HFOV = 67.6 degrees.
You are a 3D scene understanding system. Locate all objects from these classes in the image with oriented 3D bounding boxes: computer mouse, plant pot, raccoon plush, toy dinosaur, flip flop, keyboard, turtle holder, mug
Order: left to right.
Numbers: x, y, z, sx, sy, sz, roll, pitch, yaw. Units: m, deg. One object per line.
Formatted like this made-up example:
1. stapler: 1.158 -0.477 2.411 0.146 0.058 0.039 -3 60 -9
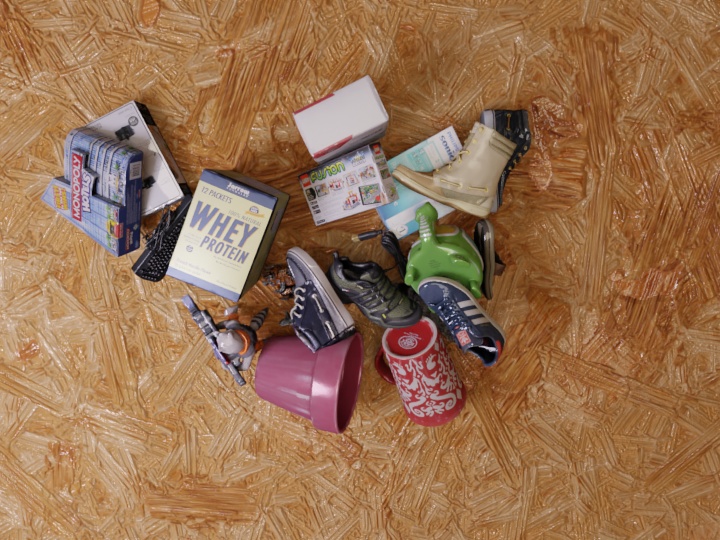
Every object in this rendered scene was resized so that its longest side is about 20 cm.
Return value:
1. keyboard: -0.373 -0.056 1.059 0.200 0.104 0.040 -51 56 7
2. toy dinosaur: -0.111 0.042 1.068 0.200 0.102 0.136 11 95 42
3. plant pot: -0.102 0.207 1.070 0.178 0.200 0.201 7 100 14
4. computer mouse: 0.000 0.000 1.056 0.199 0.046 0.141 -16 117 23
5. mug: 0.101 0.197 1.054 0.177 0.134 0.200 -11 130 16
6. raccoon plush: 0.134 0.089 1.070 0.199 0.134 0.097 6 100 -2
7. turtle holder: 0.145 -0.026 1.004 0.185 0.132 0.141 33 131 -17
8. flip flop: 0.254 -0.019 1.046 0.057 0.081 0.200 -15 133 -5

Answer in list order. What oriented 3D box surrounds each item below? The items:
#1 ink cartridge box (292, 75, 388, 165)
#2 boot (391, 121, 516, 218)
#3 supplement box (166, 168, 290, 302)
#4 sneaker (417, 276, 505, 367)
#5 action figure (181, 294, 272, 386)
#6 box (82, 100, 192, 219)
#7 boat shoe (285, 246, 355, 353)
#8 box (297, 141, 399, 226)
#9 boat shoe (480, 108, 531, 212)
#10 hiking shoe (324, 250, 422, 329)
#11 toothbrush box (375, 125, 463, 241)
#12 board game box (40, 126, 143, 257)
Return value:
1. ink cartridge box: -0.032 -0.264 0.979 0.146 0.200 0.083 -25 96 3
2. boot: 0.170 -0.196 0.967 0.199 0.073 0.156 19 102 -11
3. supplement box: -0.237 -0.073 1.006 0.134 0.200 0.201 22 98 -4
4. sneaker: 0.179 0.093 0.949 0.200 0.085 0.075 38 131 -11
5. action figure: -0.245 0.107 1.039 0.104 0.193 0.200 -33 98 4
6. box: -0.432 -0.211 1.052 0.116 0.060 0.200 -26 98 4
7. boat shoe: -0.099 0.055 0.985 0.093 0.075 0.200 -32 79 -24
8. box: -0.027 -0.159 1.016 0.200 0.035 0.110 -11 103 44
9. boat shoe: 0.287 -0.216 1.054 0.091 0.071 0.201 -3 97 4
10. hiking shoe: 0.026 0.037 0.988 0.199 0.101 0.076 25 55 3
11. toothbrush box: 0.118 -0.168 1.054 0.200 0.085 0.147 -27 99 2
12. board game box: -0.510 -0.156 1.015 0.199 0.062 0.201 22 118 15
